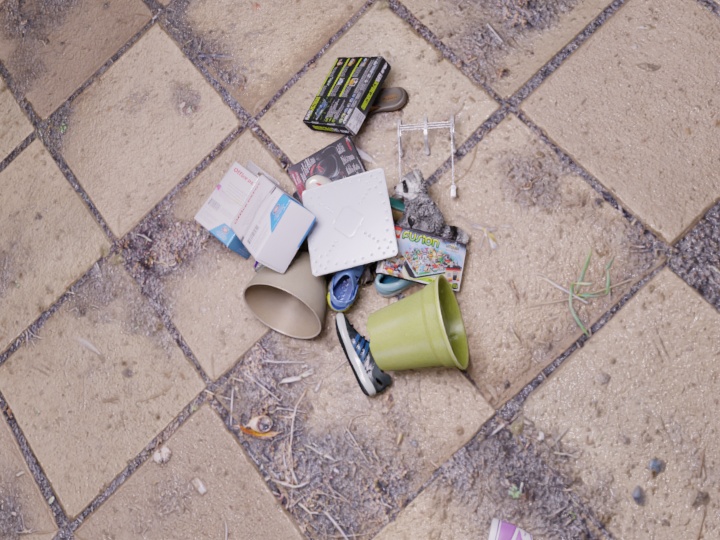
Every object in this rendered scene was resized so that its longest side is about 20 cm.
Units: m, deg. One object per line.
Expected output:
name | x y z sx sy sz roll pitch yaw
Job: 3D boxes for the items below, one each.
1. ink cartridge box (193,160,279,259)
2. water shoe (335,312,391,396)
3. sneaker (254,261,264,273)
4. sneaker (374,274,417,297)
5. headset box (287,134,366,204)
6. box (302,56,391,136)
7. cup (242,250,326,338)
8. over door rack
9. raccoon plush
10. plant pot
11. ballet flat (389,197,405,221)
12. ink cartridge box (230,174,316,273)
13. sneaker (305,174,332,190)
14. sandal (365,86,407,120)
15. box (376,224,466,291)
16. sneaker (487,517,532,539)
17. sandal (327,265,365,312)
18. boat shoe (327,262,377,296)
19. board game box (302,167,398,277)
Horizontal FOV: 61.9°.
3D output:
ink cartridge box | -0.289 -0.158 1.501 0.128 0.125 0.202 36 87 19
water shoe | 0.005 0.184 1.377 0.077 0.072 0.204 -22 77 -12
sneaker | -0.196 -0.077 1.483 0.201 0.069 0.101 -48 39 22
sneaker | 0.119 -0.007 1.381 0.198 0.082 0.075 -37 71 2
headset box | -0.078 -0.218 1.490 0.197 0.075 0.151 -28 71 6
box | -0.037 -0.442 1.510 0.191 0.047 0.203 19 79 50
cup | -0.156 0.040 1.398 0.195 0.203 0.145 13 54 17
over door rack | 0.159 -0.266 1.449 0.144 0.067 0.206 -2 81 13
raccoon plush | 0.165 -0.150 1.383 0.196 0.096 0.138 14 89 -26
plant pot | 0.118 0.133 1.300 0.180 0.200 0.206 -17 72 20
ballet flat | 0.038 -0.153 1.420 0.064 0.196 0.069 -57 24 23
ink cartridge box | -0.199 -0.108 1.342 0.148 0.085 0.200 -57 35 6
sneaker | -0.061 -0.129 1.395 0.069 0.094 0.202 -28 110 6
sandal | 0.023 -0.428 1.528 0.195 0.055 0.084 -8 73 17
box | 0.137 -0.027 1.342 0.195 0.035 0.113 13 85 -19
sneaker | 0.289 0.611 1.183 0.112 0.073 0.205 16 80 14
sandal | -0.025 0.002 1.343 0.077 0.087 0.205 10 98 -2
boat shoe | 0.000 0.000 1.414 0.073 0.074 0.201 42 95 14
board game box | -0.023 -0.103 1.315 0.195 0.026 0.205 -14 72 14
